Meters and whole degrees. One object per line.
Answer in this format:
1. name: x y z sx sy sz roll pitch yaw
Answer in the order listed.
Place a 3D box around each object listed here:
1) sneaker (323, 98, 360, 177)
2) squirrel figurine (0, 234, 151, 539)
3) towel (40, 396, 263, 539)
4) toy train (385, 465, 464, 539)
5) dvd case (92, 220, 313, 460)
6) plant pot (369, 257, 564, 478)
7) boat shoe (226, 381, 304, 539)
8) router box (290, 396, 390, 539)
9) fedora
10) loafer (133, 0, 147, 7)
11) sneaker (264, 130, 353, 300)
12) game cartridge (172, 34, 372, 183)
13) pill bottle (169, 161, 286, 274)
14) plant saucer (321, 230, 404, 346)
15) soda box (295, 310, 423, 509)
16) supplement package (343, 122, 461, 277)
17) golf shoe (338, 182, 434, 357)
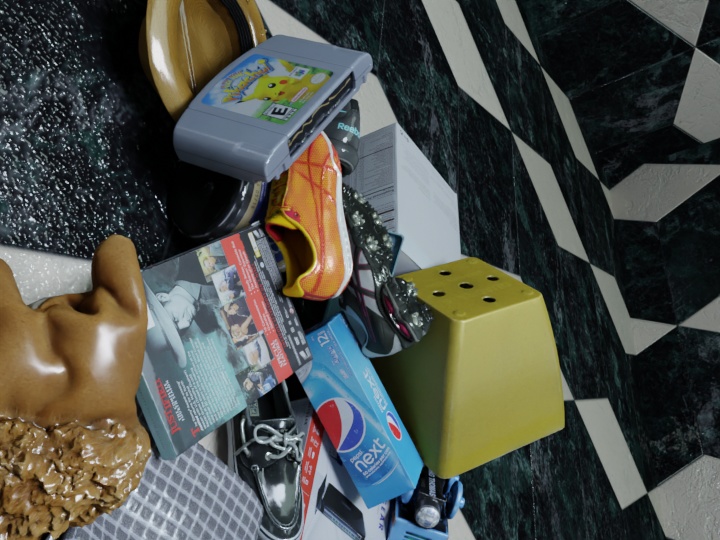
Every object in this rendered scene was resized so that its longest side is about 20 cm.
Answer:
1. sneaker: -0.068 -0.147 0.849 0.075 0.198 0.081 21 77 -43
2. squirrel figurine: -0.238 0.085 0.466 0.185 0.141 0.203 2 61 -45
3. towel: -0.168 0.213 0.587 0.201 0.085 0.167 54 32 -30
4. toy train: 0.076 0.284 0.944 0.200 0.085 0.116 -76 -174 -76
5. dvd case: -0.125 0.051 0.647 0.199 0.022 0.148 -32 103 -57
6. plant pot: 0.124 0.098 0.912 0.197 0.199 0.179 -13 117 -29
7. boat shoe: -0.088 0.168 0.729 0.073 0.068 0.202 8 56 -31
8. router box: -0.037 0.275 0.824 0.180 0.048 0.202 50 35 -35
9. fedora: -0.180 -0.236 0.800 0.199 0.081 0.204 0 91 -57
10. loafer: -0.207 -0.325 0.840 0.199 0.062 0.073 28 51 -53
11. sneaker: -0.059 -0.071 0.728 0.076 0.073 0.203 3 65 -38
12. game cartridge: -0.090 -0.170 0.739 0.201 0.132 0.041 -54 147 -34
13. pill bottle: -0.105 -0.060 0.824 0.199 0.111 0.114 25 53 -53
14. plant saucer: -0.008 0.043 0.896 0.019 0.069 0.203 -114 -140 -73
15. soda box: -0.006 0.153 0.822 0.202 0.064 0.068 62 16 -2
16. supplement package: 0.038 -0.053 1.039 0.191 0.145 0.203 39 42 -46
17. golf shoe: 0.000 0.000 0.823 0.077 0.087 0.202 -6 68 -62
